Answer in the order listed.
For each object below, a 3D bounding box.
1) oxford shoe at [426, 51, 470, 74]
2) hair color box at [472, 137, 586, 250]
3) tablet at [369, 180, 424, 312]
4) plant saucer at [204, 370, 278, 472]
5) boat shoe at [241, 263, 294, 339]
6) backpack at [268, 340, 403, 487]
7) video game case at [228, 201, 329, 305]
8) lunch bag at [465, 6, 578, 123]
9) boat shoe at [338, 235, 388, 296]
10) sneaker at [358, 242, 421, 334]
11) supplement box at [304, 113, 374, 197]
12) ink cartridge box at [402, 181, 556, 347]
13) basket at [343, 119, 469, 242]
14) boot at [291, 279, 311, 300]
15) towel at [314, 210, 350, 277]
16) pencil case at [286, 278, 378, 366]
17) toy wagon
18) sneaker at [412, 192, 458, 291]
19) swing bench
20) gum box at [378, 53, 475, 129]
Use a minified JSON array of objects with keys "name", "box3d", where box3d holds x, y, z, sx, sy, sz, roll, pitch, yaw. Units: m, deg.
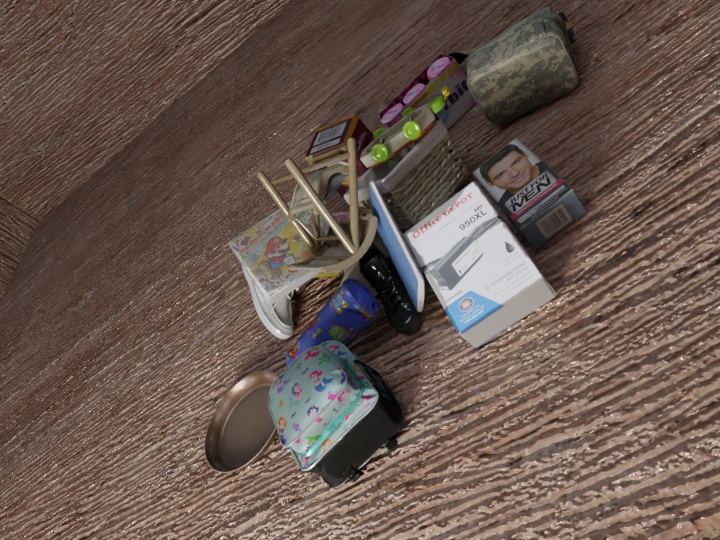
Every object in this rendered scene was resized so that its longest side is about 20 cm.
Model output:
[{"name":"oxford shoe","box3d":[0.210,-0.475,1.418,0.071,0.075,0.200,-53,35,-9]},{"name":"hair color box","box3d":[0.273,-0.131,1.018,0.099,0.061,0.200,-38,35,12]},{"name":"tablet","box3d":[0.059,-0.039,1.011,0.014,0.130,0.201,-21,64,-6]},{"name":"plant saucer","box3d":[-0.207,0.281,1.137,0.200,0.032,0.201,-29,37,25]},{"name":"boat shoe","box3d":[-0.169,0.034,1.247,0.086,0.074,0.203,-38,64,30]},{"name":"backpack","box3d":[-0.051,0.205,0.956,0.178,0.151,0.200,-45,30,4]},{"name":"video game case","box3d":[-0.142,-0.050,1.230,0.199,0.023,0.182,-34,56,-8]},{"name":"lunch bag","box3d":[0.310,-0.406,1.185,0.199,0.139,0.168,-23,41,29]},{"name":"boat shoe","box3d":[0.000,0.000,1.176,0.068,0.072,0.201,-29,40,60]},{"name":"sneaker","box3d":[0.039,0.019,1.076,0.060,0.104,0.200,-36,36,13]},{"name":"supplement box","box3d":[-0.003,-0.208,1.264,0.110,0.200,0.086,-10,49,40]},{"name":"ink cartridge box","box3d":[0.174,-0.011,0.929,0.144,0.084,0.201,-36,55,13]},{"name":"basket","box3d":[0.091,-0.161,1.140,0.200,0.124,0.135,-49,21,-29]},{"name":"boot","box3d":[-0.103,-0.052,1.333,0.200,0.064,0.187,-39,48,16]},{"name":"towel","box3d":[-0.098,-0.048,1.275,0.199,0.023,0.145,-5,64,33]},{"name":"pencil case","box3d":[-0.047,0.109,1.061,0.200,0.087,0.078,-52,6,23]},{"name":"toy wagon","box3d":[0.086,-0.263,1.133,0.199,0.040,0.155,-33,18,16]},{"name":"sneaker","box3d":[0.136,-0.058,1.083,0.087,0.074,0.201,5,59,54]},{"name":"swing bench","box3d":[-0.071,-0.105,1.079,0.129,0.201,0.199,-23,11,-22]},{"name":"gum box","box3d":[0.145,-0.351,1.328,0.200,0.113,0.066,-44,34,4]}]
